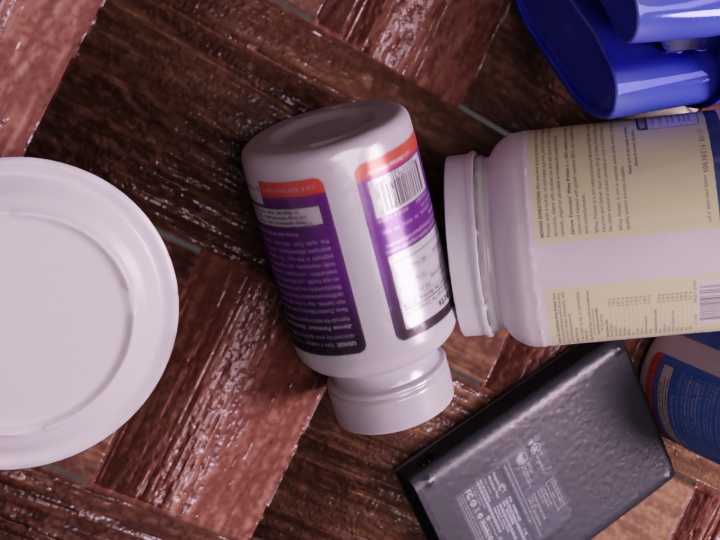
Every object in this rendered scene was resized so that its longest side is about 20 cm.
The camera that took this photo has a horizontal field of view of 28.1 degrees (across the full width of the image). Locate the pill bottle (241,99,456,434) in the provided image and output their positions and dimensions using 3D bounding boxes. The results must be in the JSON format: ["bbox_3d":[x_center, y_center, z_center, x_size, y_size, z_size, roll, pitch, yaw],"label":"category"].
[{"bbox_3d":[0.000,0.000,0.937,0.111,0.111,0.200,-22,111,-20],"label":"pill bottle"}]

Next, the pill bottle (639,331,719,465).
[{"bbox_3d":[0.308,0.103,1.063,0.112,0.200,0.112,-6,105,-25],"label":"pill bottle"}]

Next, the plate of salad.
[{"bbox_3d":[-0.211,0.026,0.875,0.200,0.048,0.200,-6,111,-17],"label":"plate of salad"}]

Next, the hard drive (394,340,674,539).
[{"bbox_3d":[0.137,0.153,1.086,0.200,0.033,0.140,-32,114,-16],"label":"hard drive"}]

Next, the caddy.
[{"bbox_3d":[0.180,-0.191,0.939,0.105,0.200,0.141,-15,144,-16],"label":"caddy"}]

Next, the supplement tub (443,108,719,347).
[{"bbox_3d":[0.162,-0.026,0.951,0.200,0.145,0.145,-5,107,10],"label":"supplement tub"}]

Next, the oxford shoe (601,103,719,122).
[{"bbox_3d":[0.199,-0.083,1.055,0.075,0.070,0.200,35,89,1],"label":"oxford shoe"}]
